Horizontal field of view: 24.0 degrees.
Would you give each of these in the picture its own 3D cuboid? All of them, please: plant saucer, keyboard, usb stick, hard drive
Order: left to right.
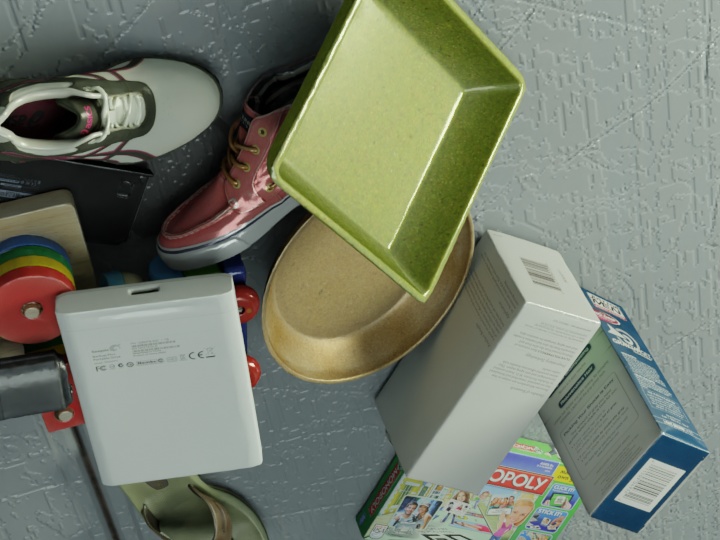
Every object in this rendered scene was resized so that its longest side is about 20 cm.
[{"bbox_3d":[-0.315,0.097,1.261,0.199,0.033,0.056,-9,133,-11],"label":"usb stick"},{"bbox_3d":[-0.252,-0.081,1.257,0.199,0.021,0.127,8,128,-25],"label":"keyboard"},{"bbox_3d":[-0.152,0.087,1.309,0.131,0.027,0.200,-7,134,-2],"label":"hard drive"},{"bbox_3d":[0.000,0.000,1.368,0.200,0.035,0.201,-20,132,-24],"label":"plant saucer"},{"bbox_3d":[0.019,-0.109,1.251,0.200,0.048,0.200,39,71,-44],"label":"plant saucer"}]

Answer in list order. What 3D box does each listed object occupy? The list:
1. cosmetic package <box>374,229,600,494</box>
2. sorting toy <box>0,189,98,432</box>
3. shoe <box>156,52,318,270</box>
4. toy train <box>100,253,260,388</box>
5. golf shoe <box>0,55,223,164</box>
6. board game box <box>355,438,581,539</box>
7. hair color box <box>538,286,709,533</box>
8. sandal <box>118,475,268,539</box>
[{"bbox_3d":[0.103,0.079,1.441,0.085,0.108,0.200,15,121,-29],"label":"cosmetic package"},{"bbox_3d":[-0.295,0.055,1.301,0.199,0.070,0.199,-14,133,-6],"label":"sorting toy"},{"bbox_3d":[-0.081,-0.085,1.281,0.200,0.072,0.091,-31,128,-1],"label":"shoe"},{"bbox_3d":[-0.145,0.071,1.362,0.115,0.085,0.201,-9,129,-14],"label":"toy train"},{"bbox_3d":[-0.183,-0.107,1.197,0.199,0.088,0.078,-11,103,-25],"label":"golf shoe"},{"bbox_3d":[0.112,0.212,1.596,0.199,0.029,0.135,15,121,-27],"label":"board game box"},{"bbox_3d":[0.210,0.115,1.442,0.060,0.200,0.100,23,117,-31],"label":"hair color box"},{"bbox_3d":[-0.154,0.217,1.491,0.080,0.057,0.201,-35,129,9],"label":"sandal"}]
